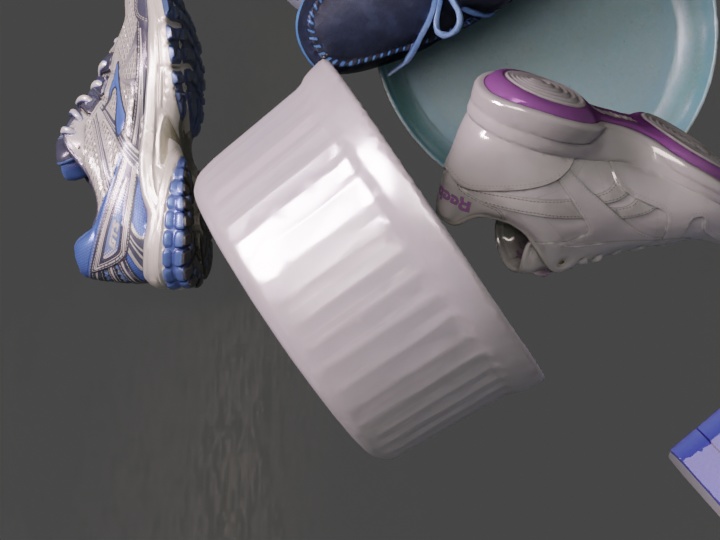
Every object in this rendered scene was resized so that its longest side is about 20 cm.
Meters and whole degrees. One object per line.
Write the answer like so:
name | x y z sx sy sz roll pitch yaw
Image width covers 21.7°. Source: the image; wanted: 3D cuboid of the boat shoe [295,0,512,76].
boat shoe | 0.054 -0.172 1.003 0.200 0.069 0.084 -36 107 -7

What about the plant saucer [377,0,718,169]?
plant saucer | 0.103 -0.136 1.063 0.199 0.027 0.202 0 88 -8

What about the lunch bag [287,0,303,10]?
lunch bag | 0.019 -0.239 1.061 0.076 0.160 0.200 42 81 16

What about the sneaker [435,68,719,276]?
sneaker | 0.125 -0.040 1.011 0.199 0.075 0.100 17 110 -28

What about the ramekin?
ramekin | 0.000 0.000 0.972 0.097 0.200 0.201 -34 72 2

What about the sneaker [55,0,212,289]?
sneaker | -0.136 -0.086 1.074 0.085 0.077 0.201 -6 71 8

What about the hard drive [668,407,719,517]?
hard drive | 0.283 0.084 1.004 0.200 0.025 0.132 -39 73 -7
